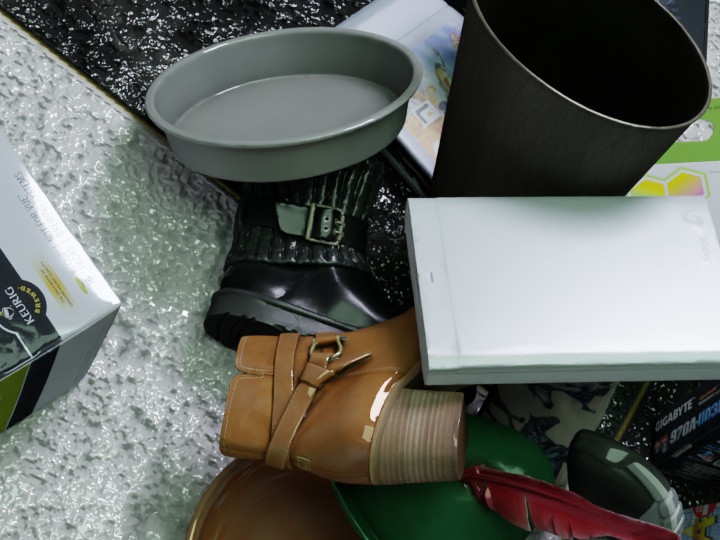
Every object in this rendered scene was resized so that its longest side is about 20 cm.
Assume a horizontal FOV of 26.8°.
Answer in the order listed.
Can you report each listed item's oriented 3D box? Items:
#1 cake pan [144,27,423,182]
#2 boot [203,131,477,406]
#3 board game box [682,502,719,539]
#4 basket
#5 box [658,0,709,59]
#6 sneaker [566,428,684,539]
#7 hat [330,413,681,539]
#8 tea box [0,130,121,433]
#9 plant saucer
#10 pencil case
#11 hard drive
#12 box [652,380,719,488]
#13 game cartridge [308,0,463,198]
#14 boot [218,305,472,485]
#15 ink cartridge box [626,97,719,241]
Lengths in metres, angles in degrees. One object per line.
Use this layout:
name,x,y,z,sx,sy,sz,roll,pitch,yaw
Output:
cake pan,-0.053,-0.119,1.073,0.197,0.037,0.201,-5,31,3
boot,0.000,-0.001,1.079,0.209,0.079,0.159,22,61,-10
board game box,0.324,0.208,1.070,0.197,0.201,0.062,15,60,2
basket,0.124,-0.094,1.048,0.180,0.201,0.136,40,52,14
box,0.181,-0.200,1.169,0.198,0.043,0.162,-12,112,-27
sneaker,0.163,0.203,1.006,0.075,0.201,0.116,20,61,40
hat,0.099,0.112,0.964,0.201,0.176,0.165,51,30,9
tea box,-0.288,0.013,0.929,0.196,0.134,0.201,-32,81,-30
plant saucer,-0.025,0.208,1.000,0.197,0.037,0.203,8,64,-17
pencil case,0.151,0.061,1.043,0.089,0.202,0.078,33,31,14
hard drive,0.132,0.010,0.945,0.197,0.026,0.133,-1,52,-6
box,0.337,0.127,1.107,0.198,0.159,0.047,17,60,-12
game cartridge,0.065,-0.131,1.189,0.133,0.042,0.200,-39,85,-26
boot,0.000,0.058,0.976,0.153,0.077,0.201,3,45,12
ink cartridge box,0.238,-0.063,1.165,0.146,0.076,0.202,-2,63,16
